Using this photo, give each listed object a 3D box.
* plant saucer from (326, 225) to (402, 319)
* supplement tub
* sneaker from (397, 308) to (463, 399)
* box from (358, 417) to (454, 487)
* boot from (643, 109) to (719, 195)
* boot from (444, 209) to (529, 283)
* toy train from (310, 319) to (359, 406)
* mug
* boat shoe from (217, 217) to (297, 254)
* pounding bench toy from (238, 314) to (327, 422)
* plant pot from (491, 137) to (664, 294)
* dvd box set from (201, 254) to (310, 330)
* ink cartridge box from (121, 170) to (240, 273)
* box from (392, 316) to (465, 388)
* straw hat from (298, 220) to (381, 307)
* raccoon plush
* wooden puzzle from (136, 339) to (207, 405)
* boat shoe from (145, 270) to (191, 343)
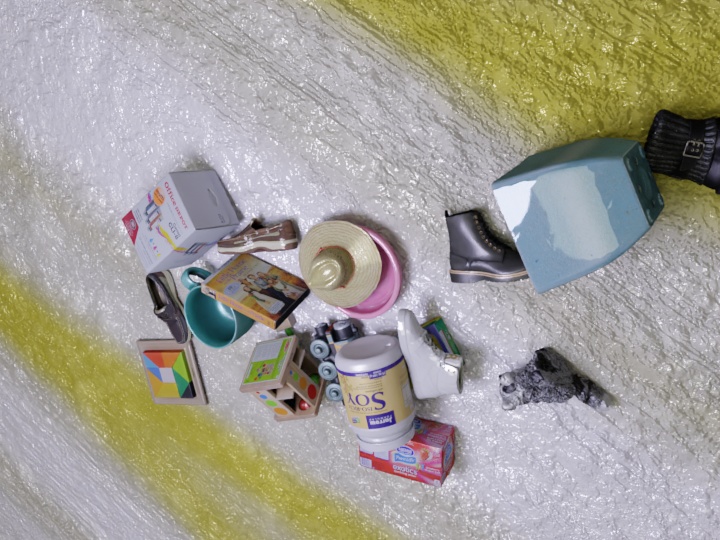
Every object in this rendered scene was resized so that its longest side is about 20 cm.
[{"bbox_3d":[0.000,0.000,1.456,0.198,0.051,0.204,10,112,24],"label":"plant saucer"},{"bbox_3d":[0.034,0.249,1.423,0.144,0.145,0.203,-5,106,29],"label":"supplement tub"},{"bbox_3d":[0.147,0.160,1.381,0.114,0.074,0.202,-8,113,26],"label":"sneaker"},{"bbox_3d":[0.102,0.384,1.522,0.197,0.095,0.101,8,113,25],"label":"box"},{"bbox_3d":[0.537,-0.226,1.068,0.156,0.079,0.213,27,120,16],"label":"boot"},{"bbox_3d":[0.248,-0.053,1.294,0.197,0.077,0.140,-5,102,28],"label":"boot"},{"bbox_3d":[-0.033,0.202,1.536,0.112,0.085,0.203,-14,102,21],"label":"toy train"},{"bbox_3d":[-0.320,0.073,1.614,0.150,0.114,0.188,-3,107,29],"label":"mug"},{"bbox_3d":[-0.230,-0.079,1.541,0.199,0.075,0.076,-4,97,21],"label":"boat shoe"},{"bbox_3d":[-0.155,0.221,1.588,0.123,0.202,0.156,-14,134,33],"label":"pounding bench toy"},{"bbox_3d":[0.366,-0.108,1.121,0.198,0.195,0.198,-19,100,39],"label":"plant pot"},{"bbox_3d":[-0.229,0.039,1.534,0.198,0.146,0.030,25,132,18],"label":"dvd box set"},{"bbox_3d":[-0.401,-0.112,1.557,0.199,0.144,0.147,-34,80,32],"label":"ink cartridge box"},{"bbox_3d":[0.108,0.186,1.473,0.199,0.048,0.118,-27,95,34],"label":"box"},{"bbox_3d":[-0.063,-0.001,1.408,0.198,0.085,0.204,10,113,24],"label":"straw hat"},{"bbox_3d":[0.361,0.248,1.342,0.199,0.097,0.135,38,130,9],"label":"raccoon plush"},{"bbox_3d":[-0.503,0.272,1.833,0.197,0.037,0.188,-2,108,29],"label":"wooden puzzle"},{"bbox_3d":[-0.486,0.095,1.737,0.073,0.065,0.203,-17,97,34],"label":"boat shoe"}]
